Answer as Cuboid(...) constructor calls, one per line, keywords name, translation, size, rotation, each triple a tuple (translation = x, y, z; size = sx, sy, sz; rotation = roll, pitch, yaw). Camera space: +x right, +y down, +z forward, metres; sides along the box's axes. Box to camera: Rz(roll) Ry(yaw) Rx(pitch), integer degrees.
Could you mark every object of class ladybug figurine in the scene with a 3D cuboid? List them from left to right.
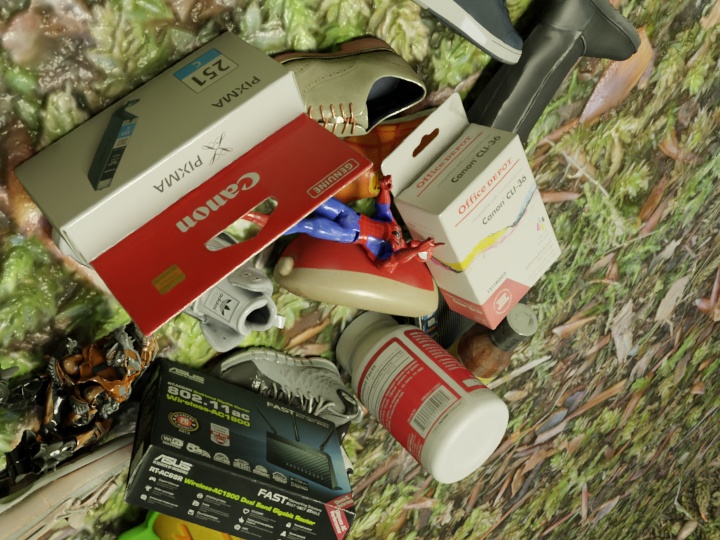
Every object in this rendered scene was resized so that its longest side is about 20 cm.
Cuboid(name="ladybug figurine", translation=(0.000, 0.000, 0.822), size=(0.199, 0.135, 0.073), rotation=(11, 90, -46))

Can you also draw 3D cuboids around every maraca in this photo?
Cuboid(name="maraca", translation=(-0.170, 0.254, 0.879), size=(0.200, 0.107, 0.137), rotation=(-39, 145, 17))

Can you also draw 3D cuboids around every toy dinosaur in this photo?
Cuboid(name="toy dinosaur", translation=(-0.247, 0.123, 0.697), size=(0.135, 0.102, 0.202), rotation=(-8, 124, -61))

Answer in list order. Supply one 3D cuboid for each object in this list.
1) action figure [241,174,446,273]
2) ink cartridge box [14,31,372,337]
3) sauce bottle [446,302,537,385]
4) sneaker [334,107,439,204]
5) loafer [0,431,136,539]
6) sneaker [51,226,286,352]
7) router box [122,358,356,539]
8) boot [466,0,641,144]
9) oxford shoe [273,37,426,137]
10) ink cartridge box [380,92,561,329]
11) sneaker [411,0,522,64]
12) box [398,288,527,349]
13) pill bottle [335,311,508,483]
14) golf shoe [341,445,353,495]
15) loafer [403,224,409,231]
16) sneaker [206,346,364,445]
Cuboid(name="action figure", translation=(-0.006, -0.051, 0.709), size=(0.199, 0.066, 0.099), rotation=(19, 149, -29))
Cuboid(name="ink cartridge box", translation=(-0.121, -0.074, 0.584), size=(0.200, 0.176, 0.045), rotation=(-38, 142, -16))
Cuboid(name="sauce bottle", translation=(0.140, 0.101, 0.963), size=(0.066, 0.066, 0.200), rotation=(-21, 163, -33))
Cuboid(name="sneaker", translation=(0.040, -0.109, 0.805), size=(0.199, 0.077, 0.073), rotation=(-27, 137, -27))
Cuboid(name="loafer", translation=(-0.283, 0.217, 0.743), size=(0.199, 0.063, 0.072), rotation=(-26, 177, -22))
Cuboid(name="sneaker", translation=(-0.145, 0.001, 0.673), size=(0.199, 0.115, 0.075), rotation=(21, 105, -52))
Cuboid(name="router box", translation=(-0.109, 0.173, 0.759), size=(0.199, 0.150, 0.062), rotation=(24, 105, -19))
Cuboid(name="boot", translation=(0.210, -0.203, 0.908), size=(0.164, 0.066, 0.201), rotation=(22, 101, -43))
Cuboid(name="oxford shoe", translation=(-0.032, -0.144, 0.701), size=(0.199, 0.074, 0.071), rotation=(-29, 141, -25))
Cuboid(name="ink cartridge box", translation=(0.110, -0.056, 0.789), size=(0.117, 0.067, 0.201), rotation=(-46, 130, -17))
Cuboid(name="sneaker", translation=(0.119, -0.280, 0.740), size=(0.202, 0.077, 0.147), rotation=(17, 111, -50))
Cuboid(name="box", translation=(0.131, 0.016, 1.032), size=(0.192, 0.048, 0.201), rotation=(-31, 139, -20))
Cuboid(name="pill bottle", translation=(0.062, 0.134, 0.933), size=(0.112, 0.200, 0.113), rotation=(-26, 138, -27))
Cuboid(name="golf shoe", translation=(-0.061, 0.288, 1.028), size=(0.077, 0.094, 0.201), rotation=(-16, 133, -38))
Cuboid(name="loafer", translation=(0.106, -0.016, 0.900), size=(0.068, 0.076, 0.200), rotation=(-45, 123, -7))
Cuboid(name="sneaker", translation=(-0.067, 0.142, 0.876), size=(0.199, 0.115, 0.076), rotation=(5, 118, -48))
